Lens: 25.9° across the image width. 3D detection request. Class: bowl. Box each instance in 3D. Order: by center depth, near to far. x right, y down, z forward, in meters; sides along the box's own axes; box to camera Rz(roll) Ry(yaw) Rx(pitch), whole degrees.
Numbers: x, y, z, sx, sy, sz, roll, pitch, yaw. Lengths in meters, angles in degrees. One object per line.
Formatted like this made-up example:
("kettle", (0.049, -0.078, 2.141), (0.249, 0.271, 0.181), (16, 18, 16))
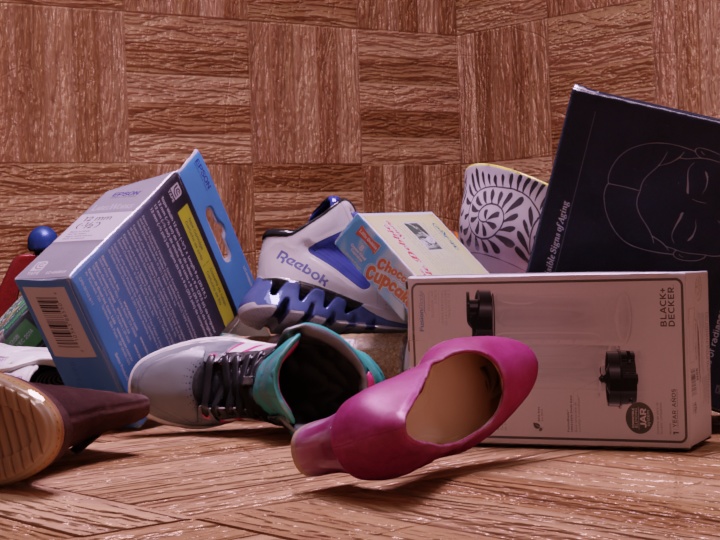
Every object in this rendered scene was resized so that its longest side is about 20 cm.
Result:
("bowl", (0.162, -0.006, 1.444), (0.200, 0.095, 0.201), (30, -8, 5))

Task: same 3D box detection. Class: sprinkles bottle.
("sprinkles bottle", (-0.023, 0.084, 1.277), (0.198, 0.069, 0.068), (-2, 1, 18))

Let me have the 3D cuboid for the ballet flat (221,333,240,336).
("ballet flat", (-0.101, 0.092, 1.411), (0.199, 0.068, 0.072), (-3, -19, -43))

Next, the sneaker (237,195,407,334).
("sneaker", (-0.001, 0.000, 1.313), (0.198, 0.116, 0.081), (11, -19, -20))

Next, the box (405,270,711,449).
("box", (0.132, 0.058, 1.061), (0.198, 0.118, 0.060), (-3, 1, 26))

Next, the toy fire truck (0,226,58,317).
("toy fire truck", (-0.295, 0.037, 1.666), (0.198, 0.170, 0.112), (-2, 1, -14))

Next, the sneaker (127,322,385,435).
("sneaker", (-0.077, 0.084, 1.163), (0.198, 0.084, 0.121), (-1, -9, -4))

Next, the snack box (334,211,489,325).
("snack box", (0.080, 0.032, 1.241), (0.037, 0.200, 0.116), (-52, -24, 24))

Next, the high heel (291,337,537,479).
("high heel", (0.058, 0.074, 0.922), (0.199, 0.068, 0.096), (-10, -5, -41))

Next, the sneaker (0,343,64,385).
("sneaker", (-0.312, 0.090, 1.316), (0.198, 0.076, 0.100), (-2, 0, -7))

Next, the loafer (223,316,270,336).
("loafer", (-0.171, 0.075, 1.516), (0.199, 0.070, 0.075), (-14, -4, 23))

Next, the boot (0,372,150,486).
("boot", (-0.203, 0.092, 1.027), (0.199, 0.073, 0.166), (-6, 0, 45))

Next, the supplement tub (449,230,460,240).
("supplement tub", (0.099, 0.025, 1.571), (0.198, 0.124, 0.123), (14, 0, -5))

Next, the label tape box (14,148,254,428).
("label tape box", (-0.178, 0.012, 1.285), (0.066, 0.144, 0.200), (-4, 31, 31))

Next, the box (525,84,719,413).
("box", (0.233, -0.012, 1.144), (0.195, 0.202, 0.124), (16, 5, 17))

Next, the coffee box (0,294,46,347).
("coffee box", (-0.323, 0.061, 1.499), (0.044, 0.123, 0.200), (43, -1, -11))
